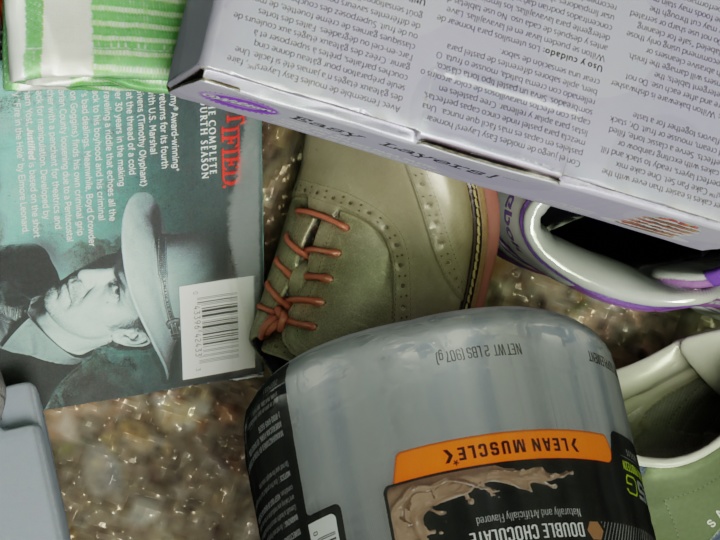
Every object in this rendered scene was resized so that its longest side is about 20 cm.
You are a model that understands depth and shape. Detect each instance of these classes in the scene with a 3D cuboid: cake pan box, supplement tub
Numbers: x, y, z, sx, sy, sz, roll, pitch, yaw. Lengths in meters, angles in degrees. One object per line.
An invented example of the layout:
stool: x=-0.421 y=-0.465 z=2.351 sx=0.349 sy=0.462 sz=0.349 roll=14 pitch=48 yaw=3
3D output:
cake pan box: x=0.049 y=-0.118 z=0.911 sx=0.200 sy=0.052 sz=0.185 roll=14 pitch=80 yaw=-17
supplement tub: x=0.038 y=0.122 z=0.900 sx=0.122 sy=0.123 sz=0.200 roll=-7 pitch=69 yaw=-13

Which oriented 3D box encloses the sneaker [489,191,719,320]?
sneaker: x=0.137 y=-0.008 z=1.013 sx=0.200 sy=0.114 sz=0.073 roll=3 pitch=101 yaw=-16

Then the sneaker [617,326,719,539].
sneaker: x=0.137 y=0.063 z=1.033 sx=0.200 sy=0.067 sz=0.090 roll=-4 pitch=118 yaw=-24

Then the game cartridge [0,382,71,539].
game cartridge: x=-0.189 y=0.123 z=0.957 sx=0.199 sy=0.041 sz=0.133 roll=-13 pitch=69 yaw=-2

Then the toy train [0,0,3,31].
toy train: x=-0.033 y=-0.130 z=0.970 sx=0.150 sy=0.056 sz=0.200 roll=33 pitch=93 yaw=-19

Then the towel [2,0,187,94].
towel: x=-0.016 y=-0.129 z=0.930 sx=0.199 sy=0.023 sz=0.153 roll=-2 pitch=90 yaw=-16

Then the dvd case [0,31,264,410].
dvd case: x=-0.130 y=-0.011 z=0.967 sx=0.199 sy=0.022 sz=0.146 roll=-8 pitch=127 yaw=-11

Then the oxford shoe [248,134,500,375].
oxford shoe: x=0.000 y=0.000 z=0.987 sx=0.075 sy=0.070 sz=0.201 roll=-19 pitch=112 yaw=-32

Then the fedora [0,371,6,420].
fedora: x=-0.184 y=0.042 z=0.868 sx=0.200 sy=0.090 sz=0.177 roll=-10 pitch=151 yaw=-44
